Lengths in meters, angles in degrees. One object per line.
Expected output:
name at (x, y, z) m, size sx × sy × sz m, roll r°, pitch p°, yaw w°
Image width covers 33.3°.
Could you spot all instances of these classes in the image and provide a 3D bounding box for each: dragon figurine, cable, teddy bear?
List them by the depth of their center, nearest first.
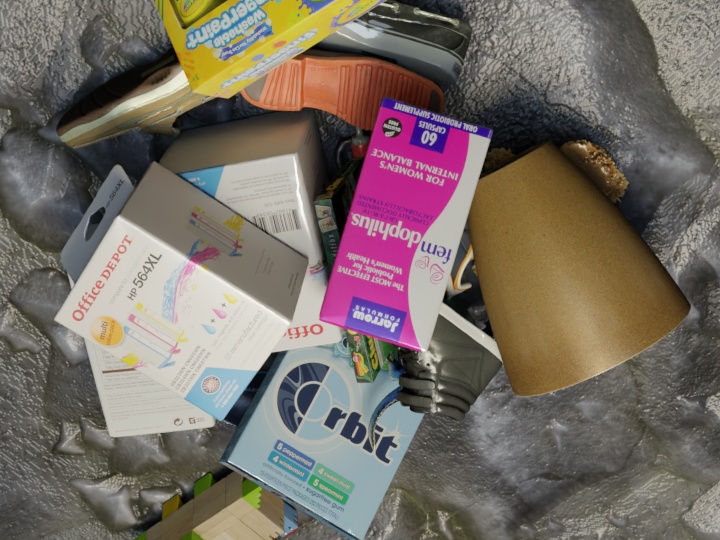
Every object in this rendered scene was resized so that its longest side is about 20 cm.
cable at (0.023, -0.063, 1.232) m, size 0.096 × 0.050 × 0.201 m, roll -2°, pitch 105°, yaw 2°
teddy bear at (0.175, -0.064, 1.237) m, size 0.144 × 0.067 × 0.201 m, roll 28°, pitch 120°, yaw -6°
dragon figurine at (0.086, 0.105, 1.251) m, size 0.099 × 0.200 × 0.059 m, roll -2°, pitch 122°, yaw 49°

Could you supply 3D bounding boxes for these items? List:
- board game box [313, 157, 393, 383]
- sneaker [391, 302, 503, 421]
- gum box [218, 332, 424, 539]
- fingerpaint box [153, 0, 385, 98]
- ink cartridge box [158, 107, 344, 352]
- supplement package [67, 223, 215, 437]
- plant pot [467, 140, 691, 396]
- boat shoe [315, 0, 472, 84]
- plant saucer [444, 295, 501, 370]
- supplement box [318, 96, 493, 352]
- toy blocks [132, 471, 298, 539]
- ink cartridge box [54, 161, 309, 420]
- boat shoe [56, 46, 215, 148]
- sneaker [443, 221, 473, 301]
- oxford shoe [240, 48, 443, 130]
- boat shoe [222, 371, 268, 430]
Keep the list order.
board game box at (0.000, 0.000, 1.202) m, size 0.023 × 0.105 × 0.201 m, roll -4°, pitch 115°, yaw 19°
sneaker at (0.051, 0.078, 1.160) m, size 0.200 × 0.071 × 0.100 m, roll 33°, pitch 78°, yaw -27°
gum box at (-0.029, 0.157, 1.285) m, size 0.169 × 0.045 × 0.201 m, roll 32°, pitch 72°, yaw -13°
fingerpaint box at (-0.091, -0.277, 1.080) m, size 0.199 × 0.073 × 0.168 m, roll -27°, pitch 82°, yaw 22°
ink cartridge box at (-0.102, -0.036, 1.202) m, size 0.146 × 0.146 × 0.201 m, roll -9°, pitch 114°, yaw 9°
supplement package at (-0.220, 0.056, 1.266) m, size 0.117 × 0.117 × 0.201 m, roll -6°, pitch 114°, yaw 4°
plant pot at (0.182, -0.013, 1.136) m, size 0.186 × 0.186 × 0.201 m, roll -27°, pitch 95°, yaw 13°
boat shoe at (0.009, -0.240, 1.158) m, size 0.199 × 0.071 × 0.064 m, roll 19°, pitch 82°, yaw 1°
plant saucer at (0.080, 0.051, 1.311) m, size 0.070 × 0.019 × 0.200 m, roll -28°, pitch 112°, yaw 13°
supplement box at (0.038, -0.038, 1.062) m, size 0.101 × 0.103 × 0.201 m, roll 16°, pitch 91°, yaw 0°
toy blocks at (-0.151, 0.321, 1.411) m, size 0.200 × 0.100 × 0.137 m, roll -35°, pitch 121°, yaw 17°
ink cartridge box at (-0.168, 0.011, 1.079) m, size 0.199 × 0.125 × 0.129 m, roll 32°, pitch 115°, yaw -11°
boat shoe at (-0.204, -0.162, 1.195) m, size 0.199 × 0.072 × 0.076 m, roll -24°, pitch 124°, yaw 12°
sneaker at (0.069, -0.060, 1.184) m, size 0.079 × 0.079 × 0.201 m, roll -12°, pitch 122°, yaw -9°
oxford shoe at (-0.016, -0.187, 1.171) m, size 0.199 × 0.073 × 0.072 m, roll 11°, pitch 119°, yaw -4°
boat shoe at (-0.071, 0.159, 1.336) m, size 0.199 × 0.069 × 0.085 m, roll 5°, pitch 115°, yaw -1°
